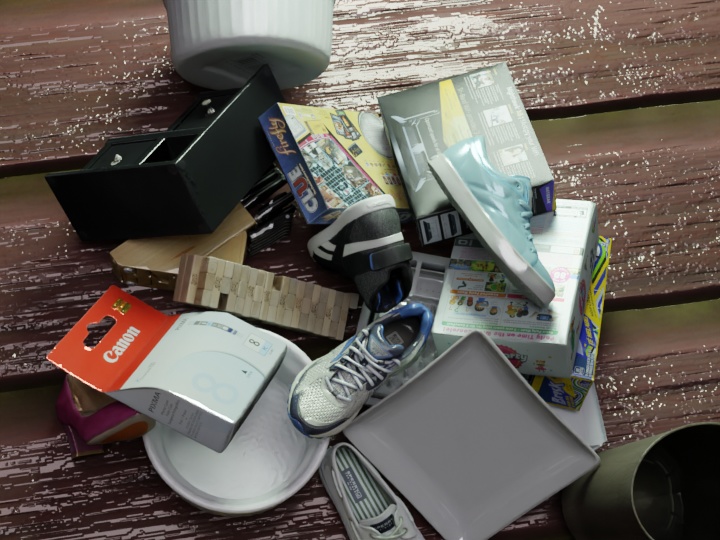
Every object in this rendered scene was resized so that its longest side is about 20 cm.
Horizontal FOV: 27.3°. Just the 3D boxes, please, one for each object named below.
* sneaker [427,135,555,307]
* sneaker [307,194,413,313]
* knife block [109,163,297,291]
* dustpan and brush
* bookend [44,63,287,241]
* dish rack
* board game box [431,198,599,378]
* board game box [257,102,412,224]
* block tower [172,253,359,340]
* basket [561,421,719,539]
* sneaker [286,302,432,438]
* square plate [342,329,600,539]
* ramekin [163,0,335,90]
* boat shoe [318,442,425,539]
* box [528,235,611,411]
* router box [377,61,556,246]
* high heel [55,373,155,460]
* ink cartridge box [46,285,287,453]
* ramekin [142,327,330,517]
[{"bbox_3d":[0.156,-0.058,1.547,0.082,0.074,0.200,-35,79,1],"label":"sneaker"},{"bbox_3d":[0.000,0.000,1.615,0.073,0.200,0.112,-15,79,-18],"label":"sneaker"},{"bbox_3d":[-0.172,-0.062,1.686,0.199,0.064,0.176,8,69,-3],"label":"knife block"},{"bbox_3d":[0.162,0.150,1.661,0.199,0.057,0.140,-1,59,-13],"label":"dustpan and brush"},{"bbox_3d":[-0.207,-0.130,1.652,0.198,0.092,0.200,-2,36,36],"label":"bookend"},{"bbox_3d":[0.081,0.079,1.653,0.171,0.044,0.200,11,59,6],"label":"dish rack"},{"bbox_3d":[0.171,0.013,1.613,0.147,0.064,0.200,5,51,18],"label":"board game box"},{"bbox_3d":[-0.018,-0.118,1.669,0.035,0.200,0.136,-35,72,30],"label":"board game box"},{"bbox_3d":[-0.101,0.031,1.620,0.200,0.054,0.058,14,84,-30],"label":"block tower"},{"bbox_3d":[0.308,0.238,1.551,0.180,0.200,0.136,-6,80,-22],"label":"basket"},{"bbox_3d":[0.002,0.095,1.546,0.077,0.085,0.200,45,58,5],"label":"sneaker"},{"bbox_3d":[0.117,0.181,1.572,0.198,0.028,0.200,-38,102,23],"label":"square plate"},{"bbox_3d":[-0.125,-0.276,1.692,0.200,0.200,0.098,-1,78,-7],"label":"ramekin"},{"bbox_3d":[0.018,0.274,1.587,0.073,0.067,0.200,-35,78,-16],"label":"boat shoe"},{"bbox_3d":[0.234,0.052,1.661,0.064,0.070,0.200,13,54,1],"label":"box"},{"bbox_3d":[0.117,-0.134,1.671,0.157,0.052,0.200,-15,50,0],"label":"router box"},{"bbox_3d":[-0.267,0.134,1.539,0.067,0.200,0.096,-6,77,-26],"label":"high heel"},{"bbox_3d":[-0.191,0.082,1.493,0.200,0.047,0.160,28,32,3],"label":"ink cartridge box"},{"bbox_3d":[-0.134,0.169,1.590,0.200,0.098,0.201,2,70,-6],"label":"ramekin"}]
